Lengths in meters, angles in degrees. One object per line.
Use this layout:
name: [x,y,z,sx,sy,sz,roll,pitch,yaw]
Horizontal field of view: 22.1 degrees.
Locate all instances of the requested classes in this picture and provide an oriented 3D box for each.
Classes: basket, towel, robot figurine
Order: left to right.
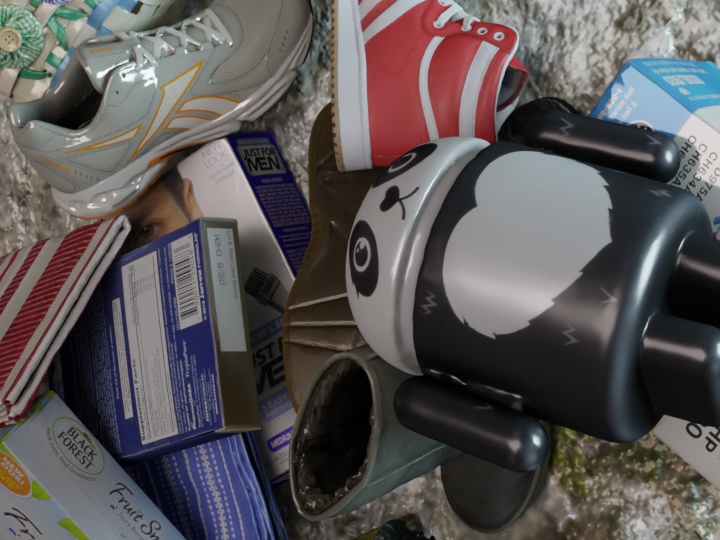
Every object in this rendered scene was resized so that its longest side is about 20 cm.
towel: [-0.221,0.039,1.157,0.200,0.023,0.145,-14,44,55]
basket: [-0.209,-0.203,1.154,0.200,0.139,0.177,40,111,8]
towel: [-0.126,0.127,1.161,0.199,0.024,0.146,-17,91,49]
robot figurine: [0.089,0.007,0.868,0.199,0.150,0.126,17,118,26]

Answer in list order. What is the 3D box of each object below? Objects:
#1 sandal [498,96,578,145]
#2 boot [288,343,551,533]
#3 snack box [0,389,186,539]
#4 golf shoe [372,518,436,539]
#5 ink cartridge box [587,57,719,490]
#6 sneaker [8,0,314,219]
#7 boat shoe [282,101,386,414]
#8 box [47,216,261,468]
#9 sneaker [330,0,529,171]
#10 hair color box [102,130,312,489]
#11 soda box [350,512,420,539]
sandal: [0.071,-0.009,1.082,0.075,0.048,0.201,38,110,19]
boot: [0.037,0.097,1.012,0.072,0.200,0.183,20,118,25]
snack box: [-0.169,0.176,1.147,0.200,0.053,0.142,50,143,-11]
golf shoe: [0.013,0.219,0.989,0.077,0.200,0.095,31,121,-16]
ink cartridge box: [0.196,0.007,0.966,0.200,0.144,0.148,41,110,18]
sneaker: [-0.118,-0.116,1.094,0.200,0.092,0.076,-39,48,2]
boat shoe: [0.000,0.000,1.081,0.073,0.065,0.201,3,74,17]
box: [-0.130,0.051,1.108,0.199,0.032,0.122,-20,74,50]
sneaker: [0.040,-0.151,1.068,0.112,0.071,0.201,-3,68,5]
hair color box: [-0.067,0.027,1.147,0.109,0.065,0.201,-31,79,26]
soda box: [-0.026,0.202,1.063,0.064,0.200,0.068,-29,82,30]
